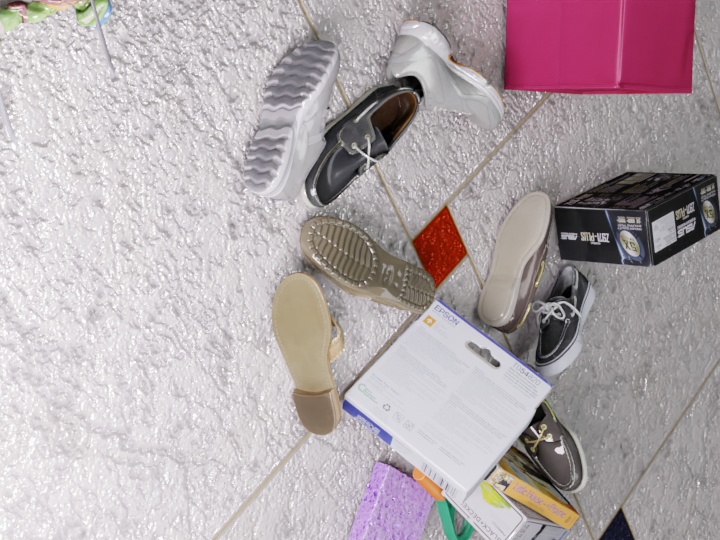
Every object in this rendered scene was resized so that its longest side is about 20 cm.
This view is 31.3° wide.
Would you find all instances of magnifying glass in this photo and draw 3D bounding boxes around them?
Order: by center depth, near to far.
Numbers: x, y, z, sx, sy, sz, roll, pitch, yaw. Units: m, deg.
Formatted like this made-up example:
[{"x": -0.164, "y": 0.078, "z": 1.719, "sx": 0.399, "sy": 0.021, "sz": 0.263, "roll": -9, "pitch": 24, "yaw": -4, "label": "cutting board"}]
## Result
[{"x": 0.114, "y": 0.305, "z": 1.721, "sx": 0.200, "sy": 0.022, "sz": 0.080, "roll": 53, "pitch": 49, "yaw": -52, "label": "magnifying glass"}]

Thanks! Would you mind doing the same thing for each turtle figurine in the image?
[{"x": -0.310, "y": -0.259, "z": 1.181, "sx": 0.194, "sy": 0.143, "sz": 0.201, "roll": 40, "pitch": 64, "yaw": -36, "label": "turtle figurine"}]

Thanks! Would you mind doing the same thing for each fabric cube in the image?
[{"x": 0.332, "y": -0.347, "z": 1.772, "sx": 0.195, "sy": 0.199, "sz": 0.201, "roll": -4, "pitch": 97, "yaw": -46, "label": "fabric cube"}]

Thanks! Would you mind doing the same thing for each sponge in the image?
[{"x": 0.027, "y": 0.359, "z": 1.662, "sx": 0.111, "sy": 0.030, "sz": 0.201, "roll": 37, "pitch": 68, "yaw": -43, "label": "sponge"}]

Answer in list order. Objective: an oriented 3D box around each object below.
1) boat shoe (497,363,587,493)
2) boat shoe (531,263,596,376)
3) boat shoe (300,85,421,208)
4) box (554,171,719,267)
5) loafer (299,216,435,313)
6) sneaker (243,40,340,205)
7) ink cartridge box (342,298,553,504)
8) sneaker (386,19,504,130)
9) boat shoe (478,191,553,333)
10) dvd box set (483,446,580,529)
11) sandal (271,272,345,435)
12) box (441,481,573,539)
[{"x": 0.244, "y": 0.218, "z": 1.779, "sx": 0.060, "sy": 0.072, "sz": 0.202, "roll": 12, "pitch": 44, "yaw": -50, "label": "boat shoe"}, {"x": 0.286, "y": 0.066, "z": 1.848, "sx": 0.068, "sy": 0.073, "sz": 0.200, "roll": 53, "pitch": 46, "yaw": -23, "label": "boat shoe"}, {"x": -0.001, "y": -0.153, "z": 1.555, "sx": 0.200, "sy": 0.067, "sz": 0.072, "roll": -50, "pitch": 128, "yaw": -25, "label": "boat shoe"}, {"x": 0.413, "y": -0.079, "z": 1.908, "sx": 0.199, "sy": 0.163, "sz": 0.087, "roll": -24, "pitch": 111, "yaw": -42, "label": "box"}, {"x": 0.000, "y": 0.000, "z": 1.576, "sx": 0.199, "sy": 0.067, "sz": 0.077, "roll": 32, "pitch": 68, "yaw": -26, "label": "loafer"}, {"x": -0.073, "y": -0.171, "z": 1.491, "sx": 0.082, "sy": 0.074, "sz": 0.201, "roll": 35, "pitch": 76, "yaw": -56, "label": "sneaker"}, {"x": 0.111, "y": 0.161, "z": 1.626, "sx": 0.200, "sy": 0.199, "sz": 0.041, "roll": -43, "pitch": 162, "yaw": -30, "label": "ink cartridge box"}, {"x": 0.102, "y": -0.229, "z": 1.655, "sx": 0.200, "sy": 0.075, "sz": 0.092, "roll": 38, "pitch": 75, "yaw": -32, "label": "sneaker"}, {"x": 0.225, "y": -0.010, "z": 1.795, "sx": 0.059, "sy": 0.071, "sz": 0.201, "roll": 30, "pitch": 77, "yaw": -49, "label": "boat shoe"}, {"x": 0.195, "y": 0.262, "z": 1.717, "sx": 0.029, "sy": 0.146, "sz": 0.200, "roll": -50, "pitch": 129, "yaw": 7, "label": "dvd box set"}, {"x": -0.052, "y": 0.088, "z": 1.541, "sx": 0.070, "sy": 0.077, "sz": 0.213, "roll": -44, "pitch": 132, "yaw": -56, "label": "sandal"}, {"x": 0.201, "y": 0.325, "z": 1.731, "sx": 0.060, "sy": 0.117, "sz": 0.200, "roll": -50, "pitch": 150, "yaw": 7, "label": "box"}]
